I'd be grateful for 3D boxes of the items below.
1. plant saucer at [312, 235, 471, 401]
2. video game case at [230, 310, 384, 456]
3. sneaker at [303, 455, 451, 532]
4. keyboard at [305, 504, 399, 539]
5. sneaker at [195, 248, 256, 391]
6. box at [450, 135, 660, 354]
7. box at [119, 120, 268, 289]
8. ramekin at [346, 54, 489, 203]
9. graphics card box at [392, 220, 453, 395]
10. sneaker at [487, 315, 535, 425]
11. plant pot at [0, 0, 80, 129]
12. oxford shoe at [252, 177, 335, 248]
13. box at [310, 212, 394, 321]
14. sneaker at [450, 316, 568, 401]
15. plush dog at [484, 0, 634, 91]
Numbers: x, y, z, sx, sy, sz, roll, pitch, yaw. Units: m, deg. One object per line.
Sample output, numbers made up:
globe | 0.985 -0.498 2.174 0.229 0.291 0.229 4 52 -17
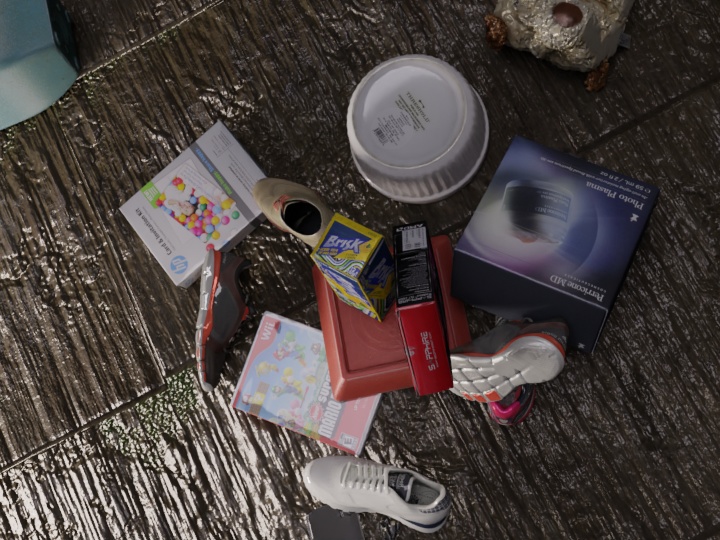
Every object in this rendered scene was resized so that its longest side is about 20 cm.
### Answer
plant saucer | 0.041 0.060 1.316 0.199 0.037 0.200 -13 73 7
video game case | -0.067 0.154 1.343 0.199 0.017 0.143 19 84 15
sneaker | 0.021 0.276 1.259 0.199 0.081 0.077 11 61 10
keyboard | 0.006 0.400 1.280 0.127 0.021 0.201 -18 77 15
sneaker | -0.186 0.072 1.358 0.082 0.077 0.201 5 94 -13
box | 0.244 -0.035 1.224 0.199 0.123 0.199 22 63 15
box | -0.230 -0.096 1.416 0.200 0.041 0.156 -40 74 4
ramekin | 0.075 -0.200 1.334 0.199 0.105 0.201 -2 79 12
graphics card box | 0.074 0.041 1.180 0.051 0.200 0.126 -12 119 6
sneaker | 0.209 0.102 1.263 0.080 0.075 0.201 6 80 14
plant pot | -0.541 -0.342 1.459 0.199 0.196 0.197 -15 76 1
oxford shoe | -0.088 -0.086 1.300 0.200 0.075 0.071 31 87 40
box | 0.000 0.000 1.215 0.070 0.200 0.064 27 80 16
sneaker | 0.178 0.104 1.195 0.200 0.082 0.077 -17 117 44
plush dog | 0.263 -0.339 1.321 0.171 0.161 0.200 29 58 30
